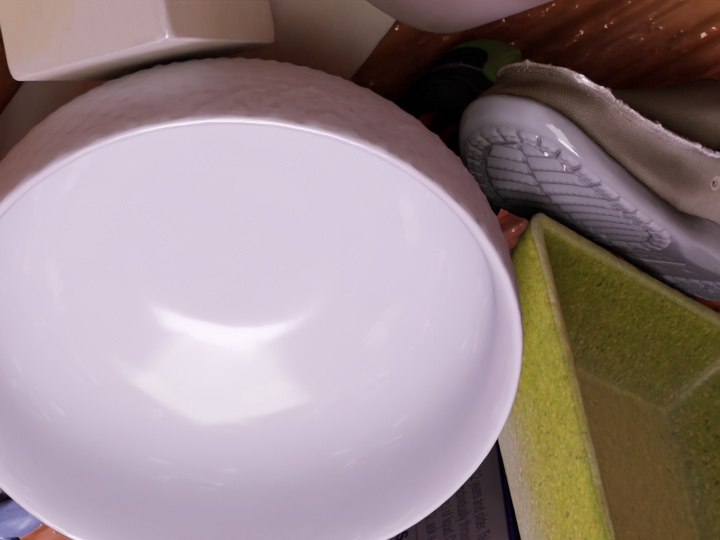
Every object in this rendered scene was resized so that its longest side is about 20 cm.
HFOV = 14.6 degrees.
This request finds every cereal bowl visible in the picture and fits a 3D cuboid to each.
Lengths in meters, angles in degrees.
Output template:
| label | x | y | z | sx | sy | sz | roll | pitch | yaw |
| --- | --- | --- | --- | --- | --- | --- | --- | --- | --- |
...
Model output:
| label | x | y | z | sx | sy | sz | roll | pitch | yaw |
| --- | --- | --- | --- | --- | --- | --- | --- | --- | --- |
| cereal bowl | -0.045 | 0.007 | 0.977 | 0.200 | 0.083 | 0.200 | -1 | 127 | -1 |

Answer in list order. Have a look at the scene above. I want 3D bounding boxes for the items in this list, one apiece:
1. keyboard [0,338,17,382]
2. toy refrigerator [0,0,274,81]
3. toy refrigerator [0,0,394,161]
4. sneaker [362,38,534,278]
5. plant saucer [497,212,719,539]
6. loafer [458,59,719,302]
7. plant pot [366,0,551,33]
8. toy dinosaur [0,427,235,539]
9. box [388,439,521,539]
| label | x | y | z | sx | sy | sz | roll | pitch | yaw |
| --- | --- | --- | --- | --- | --- | --- | --- | --- | --- |
| keyboard | -0.214 | 0.016 | 1.059 | 0.200 | 0.011 | 0.056 | 2 | 117 | 34 |
| toy refrigerator | -0.093 | -0.166 | 0.939 | 0.070 | 0.076 | 0.200 | -12 | 89 | 26 |
| toy refrigerator | -0.075 | -0.059 | 1.039 | 0.076 | 0.070 | 0.200 | 22 | 115 | -34 |
| sneaker | 0.000 | 0.000 | 1.067 | 0.077 | 0.084 | 0.200 | 32 | 109 | 13 |
| plant saucer | 0.109 | 0.099 | 1.035 | 0.048 | 0.200 | 0.200 | -22 | 156 | 24 |
| loafer | 0.106 | -0.042 | 1.039 | 0.200 | 0.075 | 0.070 | 26 | 77 | -52 |
| plant pot | 0.064 | -0.173 | 0.949 | 0.200 | 0.200 | 0.173 | 41 | 125 | -20 |
| toy dinosaur | -0.140 | 0.089 | 1.075 | 0.181 | 0.105 | 0.200 | -31 | 131 | 34 |
| box | -0.005 | 0.152 | 1.097 | 0.200 | 0.184 | 0.105 | -29 | 113 | 12 |
